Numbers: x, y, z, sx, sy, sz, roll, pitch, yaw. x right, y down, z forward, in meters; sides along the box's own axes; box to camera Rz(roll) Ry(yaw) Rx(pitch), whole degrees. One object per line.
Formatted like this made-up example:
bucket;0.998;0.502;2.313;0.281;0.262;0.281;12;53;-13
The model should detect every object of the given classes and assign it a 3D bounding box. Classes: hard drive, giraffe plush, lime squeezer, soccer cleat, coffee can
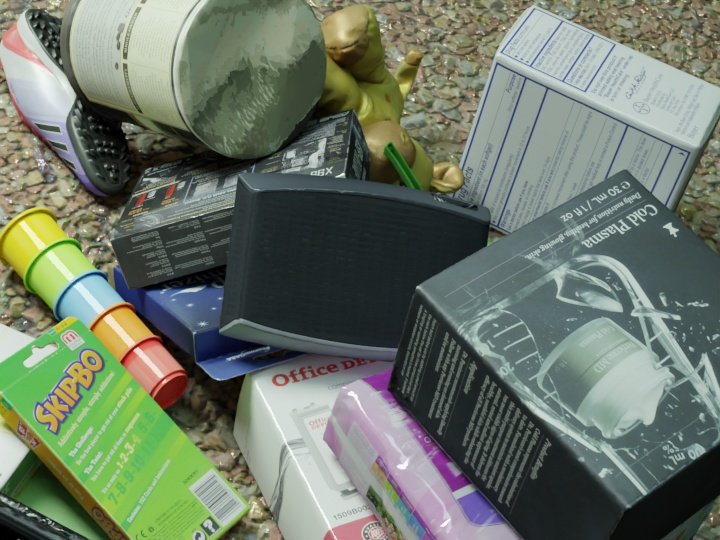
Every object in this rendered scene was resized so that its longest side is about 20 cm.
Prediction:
hard drive;0.000;0.000;1.125;0.198;0.136;0.042;7;1;-13
giraffe plush;0.000;-0.116;1.363;0.199;0.172;0.163;16;42;-53
lime squeezer;0.096;-0.031;1.285;0.200;0.071;0.038;37;36;17
soccer cleat;-0.272;-0.141;1.361;0.068;0.073;0.201;1;56;-58
coffee can;-0.144;-0.183;1.266;0.146;0.148;0.199;-22;26;-32

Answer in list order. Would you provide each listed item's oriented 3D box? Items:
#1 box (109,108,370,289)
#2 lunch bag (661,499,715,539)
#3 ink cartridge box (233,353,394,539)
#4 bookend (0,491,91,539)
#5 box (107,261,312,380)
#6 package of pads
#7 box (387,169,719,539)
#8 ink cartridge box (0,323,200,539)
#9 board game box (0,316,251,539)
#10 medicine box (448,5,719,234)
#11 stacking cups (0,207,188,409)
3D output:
box;-0.093;-0.061;1.229;0.198;0.050;0.158;-15;23;8
lunch bag;0.159;0.141;1.115;0.200;0.171;0.127;40;52;23
ink cartridge box;0.008;0.155;1.123;0.145;0.083;0.201;-13;51;-25
bookend;-0.254;0.251;0.949;0.198;0.092;0.200;26;46;10
box;-0.108;0.024;1.201;0.120;0.033;0.200;-15;28;-28
package of pads;0.075;0.152;1.032;0.120;0.076;0.200;-16;54;-31
box;0.159;0.069;0.986;0.199;0.124;0.197;-29;62;-29
ink cartridge box;-0.235;0.128;1.109;0.199;0.048;0.146;21;44;9
board game box;-0.179;0.130;1.095;0.200;0.030;0.095;48;46;4
medicine box;0.202;-0.110;1.367;0.199;0.183;0.103;27;45;11
stacking cups;-0.215;0.036;1.201;0.060;0.061;0.200;-26;61;-35
